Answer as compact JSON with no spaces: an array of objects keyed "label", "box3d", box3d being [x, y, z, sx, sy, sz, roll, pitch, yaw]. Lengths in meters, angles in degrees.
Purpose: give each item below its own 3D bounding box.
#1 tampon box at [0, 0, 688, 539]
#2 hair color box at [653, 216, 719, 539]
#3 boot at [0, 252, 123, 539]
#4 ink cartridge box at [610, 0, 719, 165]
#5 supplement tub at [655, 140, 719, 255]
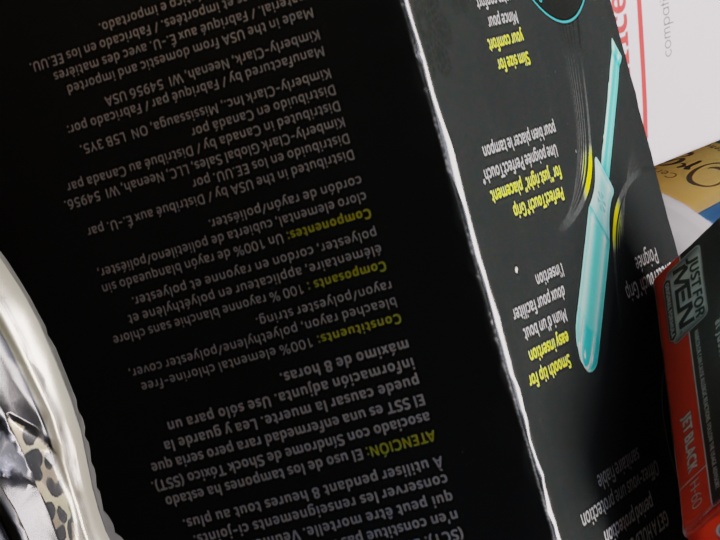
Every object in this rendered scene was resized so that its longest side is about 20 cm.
[{"label":"tampon box","box3d":[0.000,0.000,0.779,0.150,0.126,0.201,-21,96,-66]},{"label":"hair color box","box3d":[0.171,0.063,0.777,0.199,0.061,0.102,33,32,-22]},{"label":"boot","box3d":[-0.111,0.070,0.561,0.204,0.073,0.154,62,33,-11]},{"label":"ink cartridge box","box3d":[0.084,-0.098,0.892,0.199,0.067,0.117,-22,116,-35]},{"label":"supplement tub","box3d":[0.123,0.024,0.940,0.199,0.144,0.146,-27,102,-35]}]
